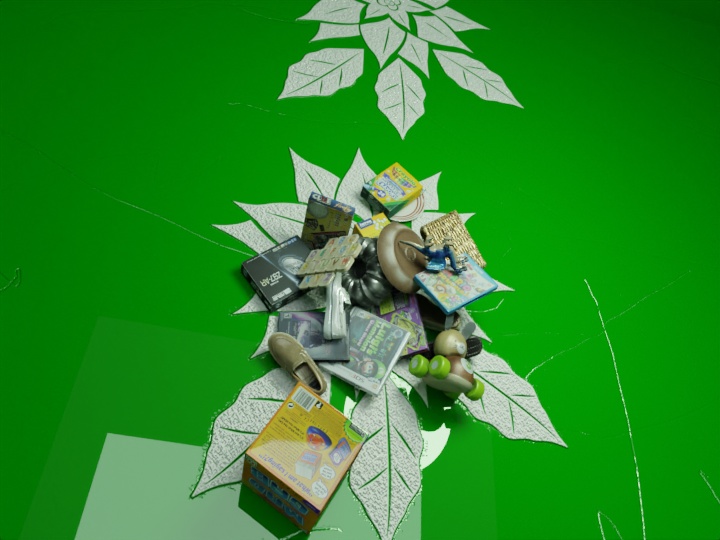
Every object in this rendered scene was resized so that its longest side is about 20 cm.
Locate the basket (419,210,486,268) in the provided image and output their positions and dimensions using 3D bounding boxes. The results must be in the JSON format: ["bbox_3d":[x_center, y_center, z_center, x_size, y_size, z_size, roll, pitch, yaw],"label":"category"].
[{"bbox_3d":[0.246,-0.047,1.845,0.147,0.142,0.203,-27,84,-31],"label":"basket"}]

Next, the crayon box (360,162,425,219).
[{"bbox_3d":[0.110,-0.262,1.994,0.126,0.052,0.199,43,57,16],"label":"crayon box"}]

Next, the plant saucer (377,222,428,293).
[{"bbox_3d":[0.128,-0.040,1.716,0.198,0.036,0.206,20,60,-38],"label":"plant saucer"}]

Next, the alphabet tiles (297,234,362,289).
[{"bbox_3d":[-0.087,-0.027,1.689,0.015,0.197,0.197,53,51,-28],"label":"alphabet tiles"}]

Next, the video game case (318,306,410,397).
[{"bbox_3d":[0.013,0.210,1.654,0.179,0.024,0.202,23,59,18],"label":"video game case"}]

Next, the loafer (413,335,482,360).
[{"bbox_3d":[0.237,0.223,1.723,0.194,0.071,0.075,-7,92,-8],"label":"loafer"}]

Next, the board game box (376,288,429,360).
[{"bbox_3d":[0.112,0.144,1.723,0.118,0.032,0.204,-21,57,17],"label":"board game box"}]

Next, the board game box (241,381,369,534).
[{"bbox_3d":[-0.128,0.422,1.399,0.198,0.202,0.201,33,54,10],"label":"board game box"}]

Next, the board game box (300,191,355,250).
[{"bbox_3d":[-0.097,-0.124,1.781,0.132,0.202,0.035,20,52,0],"label":"board game box"}]

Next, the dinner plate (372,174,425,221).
[{"bbox_3d":[0.116,-0.236,2.023,0.195,0.024,0.204,7,54,-10],"label":"dinner plate"}]

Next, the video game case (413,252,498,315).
[{"bbox_3d":[0.260,0.032,1.691,0.197,0.018,0.143,-22,55,-32],"label":"video game case"}]

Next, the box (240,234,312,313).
[{"bbox_3d":[-0.214,0.006,1.759,0.197,0.044,0.161,-28,67,-29],"label":"box"}]

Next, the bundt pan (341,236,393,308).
[{"bbox_3d":[0.000,0.000,1.726,0.197,0.075,0.208,-5,79,25],"label":"bundt pan"}]

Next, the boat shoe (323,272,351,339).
[{"bbox_3d":[-0.056,0.086,1.660,0.065,0.074,0.205,0,72,9],"label":"boat shoe"}]

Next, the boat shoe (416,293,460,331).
[{"bbox_3d":[0.193,0.124,1.773,0.196,0.065,0.073,21,65,24],"label":"boat shoe"}]

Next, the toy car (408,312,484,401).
[{"bbox_3d":[0.244,0.210,1.622,0.163,0.156,0.204,32,68,-28],"label":"toy car"}]

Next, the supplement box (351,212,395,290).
[{"bbox_3d":[0.065,-0.047,1.827,0.107,0.110,0.202,-22,64,-27],"label":"supplement box"}]

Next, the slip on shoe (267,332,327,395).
[{"bbox_3d":[-0.161,0.236,1.579,0.076,0.061,0.201,-39,84,-4],"label":"slip on shoe"}]

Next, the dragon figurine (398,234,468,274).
[{"bbox_3d":[0.201,-0.038,1.680,0.194,0.102,0.059,-2,31,-4],"label":"dragon figurine"}]

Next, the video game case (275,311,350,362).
[{"bbox_3d":[-0.125,0.175,1.658,0.194,0.019,0.146,-1,56,1],"label":"video game case"}]
